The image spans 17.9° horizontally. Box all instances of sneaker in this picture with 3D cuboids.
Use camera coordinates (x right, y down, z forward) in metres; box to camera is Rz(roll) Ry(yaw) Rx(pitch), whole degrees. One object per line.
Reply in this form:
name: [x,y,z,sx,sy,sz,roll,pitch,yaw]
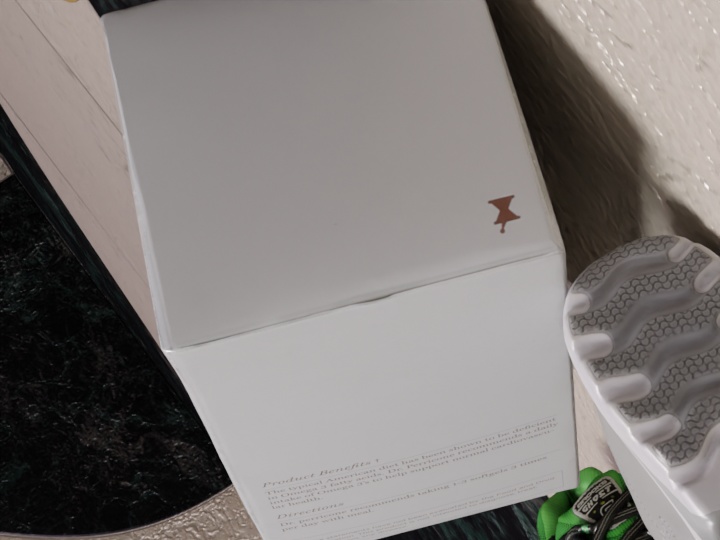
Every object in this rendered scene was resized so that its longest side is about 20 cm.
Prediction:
sneaker: [0.128,0.083,0.650,0.200,0.075,0.082,64,-179,21]
sneaker: [0.106,0.124,0.857,0.085,0.078,0.200,57,172,-8]

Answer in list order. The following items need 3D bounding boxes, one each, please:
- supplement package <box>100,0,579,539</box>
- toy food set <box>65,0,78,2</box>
supplement package: [0.000,0.000,0.741,0.200,0.117,0.117,76,180,-65]
toy food set: [-0.244,-0.258,1.416,0.198,0.049,0.200,61,170,-32]
